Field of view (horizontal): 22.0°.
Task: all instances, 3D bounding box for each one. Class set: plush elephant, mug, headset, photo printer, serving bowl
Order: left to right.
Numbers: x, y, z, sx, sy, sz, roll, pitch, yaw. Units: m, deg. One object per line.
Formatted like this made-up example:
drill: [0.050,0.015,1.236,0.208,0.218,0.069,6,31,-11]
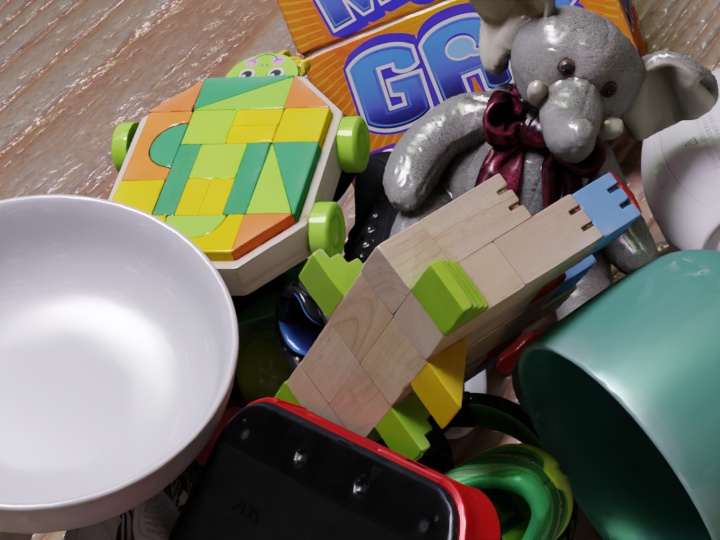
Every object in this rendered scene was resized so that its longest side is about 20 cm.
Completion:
serving bowl: [-0.160,0.056,0.946,0.198,0.066,0.201,1,48,-1]
headset: [0.009,0.115,0.946,0.198,0.094,0.124,-5,53,14]
plush elephant: [0.104,-0.071,1.011,0.163,0.155,0.201,17,47,-6]
mug: [0.154,0.057,0.865,0.114,0.152,0.185,-32,59,-14]
photo printer: [0.260,-0.074,1.066,0.199,0.070,0.167,-26,30,11]

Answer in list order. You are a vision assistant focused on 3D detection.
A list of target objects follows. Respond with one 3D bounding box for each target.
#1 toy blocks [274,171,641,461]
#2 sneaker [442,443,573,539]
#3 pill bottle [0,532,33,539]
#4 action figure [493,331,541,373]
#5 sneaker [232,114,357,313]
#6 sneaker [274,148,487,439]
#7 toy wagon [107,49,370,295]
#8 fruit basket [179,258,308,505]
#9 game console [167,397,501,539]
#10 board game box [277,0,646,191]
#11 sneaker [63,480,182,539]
toy blocks: [0.050,0.013,0.887,0.136,0.100,0.200,-30,-14,-30]
sneaker: [0.009,0.146,0.860,0.200,0.074,0.084,-39,-9,3]
pill bottle: [-0.255,0.172,0.996,0.200,0.114,0.115,-57,10,38]
action figure: [0.067,-0.020,1.154,0.099,0.065,0.200,-40,33,-7]
sneaker: [-0.059,-0.014,1.095,0.200,0.072,0.083,-39,48,-20]
sneaker: [0.000,0.000,1.055,0.073,0.111,0.201,-55,37,39]
toy wagon: [-0.074,-0.066,1.069,0.154,0.040,0.201,0,48,18]
fruit basket: [-0.071,0.096,1.093,0.184,0.094,0.201,-16,48,20]
game console: [-0.033,0.156,0.835,0.199,0.031,0.178,18,81,54]
board game box: [0.065,-0.192,1.229,0.199,0.201,0.200,-20,12,13]
sneaker: [-0.145,0.145,1.009,0.114,0.075,0.201,-31,60,15]
